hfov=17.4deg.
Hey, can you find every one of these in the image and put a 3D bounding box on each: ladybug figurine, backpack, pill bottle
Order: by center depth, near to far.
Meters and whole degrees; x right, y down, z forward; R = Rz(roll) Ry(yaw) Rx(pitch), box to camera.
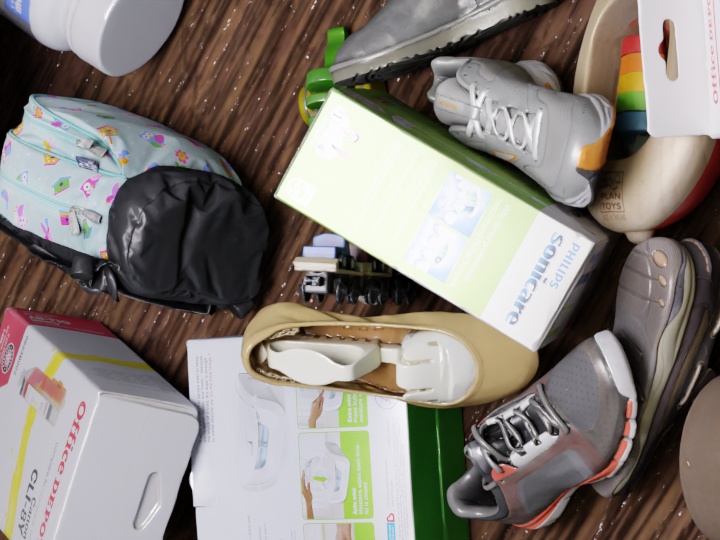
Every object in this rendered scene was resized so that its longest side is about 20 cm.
[{"bbox_3d":[0.199,-0.115,1.534,0.136,0.072,0.201,2,82,57],"label":"ladybug figurine"},{"bbox_3d":[-0.176,-0.050,1.709,0.200,0.167,0.127,24,93,39],"label":"backpack"},{"bbox_3d":[-0.233,-0.234,1.746,0.200,0.114,0.114,35,106,23],"label":"pill bottle"}]

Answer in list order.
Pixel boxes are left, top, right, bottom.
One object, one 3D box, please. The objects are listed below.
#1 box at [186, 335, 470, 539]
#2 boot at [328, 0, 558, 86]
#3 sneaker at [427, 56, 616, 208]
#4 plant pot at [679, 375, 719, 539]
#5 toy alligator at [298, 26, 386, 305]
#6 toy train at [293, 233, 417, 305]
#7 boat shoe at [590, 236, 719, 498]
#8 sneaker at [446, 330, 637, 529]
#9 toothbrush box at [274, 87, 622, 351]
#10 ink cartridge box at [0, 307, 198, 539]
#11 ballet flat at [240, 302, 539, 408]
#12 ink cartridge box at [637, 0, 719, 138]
[{"bbox_3d":[-0.023,0.142,1.654,0.176,0.097,0.201,-5,89,27],"label":"box"},{"bbox_3d":[0.031,-0.245,1.629,0.181,0.073,0.201,-23,87,6],"label":"boot"},{"bbox_3d":[0.098,-0.095,1.532,0.092,0.200,0.076,10,102,-18],"label":"sneaker"},{"bbox_3d":[0.299,0.120,1.456,0.174,0.200,0.201,-3,90,46],"label":"plant pot"},{"bbox_3d":[-0.012,-0.074,1.668,0.059,0.054,0.201,-8,87,28],"label":"toy alligator"},{"bbox_3d":[0.000,0.000,1.583,0.034,0.200,0.046,3,90,17],"label":"toy train"},{"bbox_3d":[0.199,0.068,1.544,0.075,0.073,0.201,-121,37,-45],"label":"boat shoe"},{"bbox_3d":[0.115,0.115,1.545,0.200,0.082,0.077,-63,40,47],"label":"sneaker"},{"bbox_3d":[0.062,-0.037,1.555,0.200,0.146,0.086,29,100,9],"label":"toothbrush box"},{"bbox_3d":[-0.208,0.127,1.705,0.200,0.083,0.146,32,106,58],"label":"ink cartridge box"},{"bbox_3d":[0.016,0.063,1.547,0.199,0.063,0.069,3,109,15],"label":"ballet flat"},{"bbox_3d":[0.276,-0.143,1.447,0.199,0.067,0.118,-5,89,-15],"label":"ink cartridge box"}]
